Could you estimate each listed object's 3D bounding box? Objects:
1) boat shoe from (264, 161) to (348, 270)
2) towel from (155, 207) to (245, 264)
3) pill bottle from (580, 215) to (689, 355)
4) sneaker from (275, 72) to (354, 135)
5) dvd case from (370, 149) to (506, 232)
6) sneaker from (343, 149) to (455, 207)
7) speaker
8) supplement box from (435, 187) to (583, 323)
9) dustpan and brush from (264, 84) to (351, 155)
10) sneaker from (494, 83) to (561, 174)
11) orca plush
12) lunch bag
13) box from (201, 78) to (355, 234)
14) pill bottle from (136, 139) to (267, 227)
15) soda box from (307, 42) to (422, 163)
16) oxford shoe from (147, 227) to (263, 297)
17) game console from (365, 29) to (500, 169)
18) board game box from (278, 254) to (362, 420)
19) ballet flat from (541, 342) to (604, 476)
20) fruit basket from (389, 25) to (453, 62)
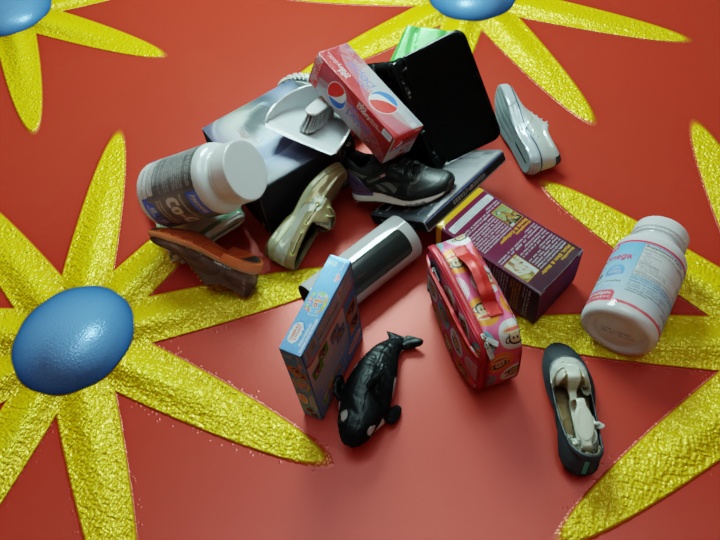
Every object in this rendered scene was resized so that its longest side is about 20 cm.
[{"bbox_3d":[-0.076,-0.088,1.115,0.066,0.074,0.200,35,88,15],"label":"boat shoe"},{"bbox_3d":[-0.299,-0.118,1.182,0.149,0.031,0.200,-33,56,-2],"label":"towel"},{"bbox_3d":[0.413,0.017,0.983,0.108,0.109,0.200,25,61,21],"label":"pill bottle"},{"bbox_3d":[-0.080,-0.319,1.282,0.199,0.081,0.075,22,62,19],"label":"sneaker"},{"bbox_3d":[0.129,-0.140,1.126,0.200,0.025,0.150,-41,28,-21],"label":"dvd case"},{"bbox_3d":[0.055,-0.160,1.093,0.199,0.088,0.076,4,43,34],"label":"sneaker"},{"bbox_3d":[0.000,0.000,1.054,0.200,0.081,0.081,-37,60,-19],"label":"speaker"},{"bbox_3d":[0.228,-0.026,1.045,0.200,0.086,0.110,37,66,27],"label":"supplement box"},{"bbox_3d":[-0.055,-0.287,1.123,0.139,0.057,0.200,24,46,11],"label":"dustpan and brush"},{"bbox_3d":[0.303,-0.259,1.216,0.071,0.073,0.201,-9,64,-12],"label":"sneaker"},{"bbox_3d":[0.034,0.153,0.936,0.105,0.071,0.200,43,52,8],"label":"orca plush"},{"bbox_3d":[0.159,0.053,0.942,0.082,0.176,0.200,-18,55,-7],"label":"lunch bag"},{"bbox_3d":[-0.140,-0.206,1.185,0.198,0.123,0.200,-34,59,-15],"label":"box"},{"bbox_3d":[-0.252,-0.139,1.061,0.199,0.114,0.114,-9,49,36],"label":"pill bottle"},{"bbox_3d":[0.006,-0.271,1.070,0.070,0.063,0.200,-30,73,-33],"label":"soda box"},{"bbox_3d":[-0.260,-0.015,1.082,0.199,0.073,0.071,22,17,10],"label":"oxford shoe"},{"bbox_3d":[0.113,-0.287,1.138,0.116,0.200,0.176,-41,31,-21],"label":"game console"},{"bbox_3d":[-0.047,0.097,0.917,0.036,0.200,0.152,17,58,17],"label":"board game box"},{"bbox_3d":[0.294,0.176,0.910,0.073,0.073,0.201,-2,55,4],"label":"ballet flat"},{"bbox_3d":[0.112,-0.322,1.222,0.155,0.216,0.216,13,58,15],"label":"fruit basket"}]
